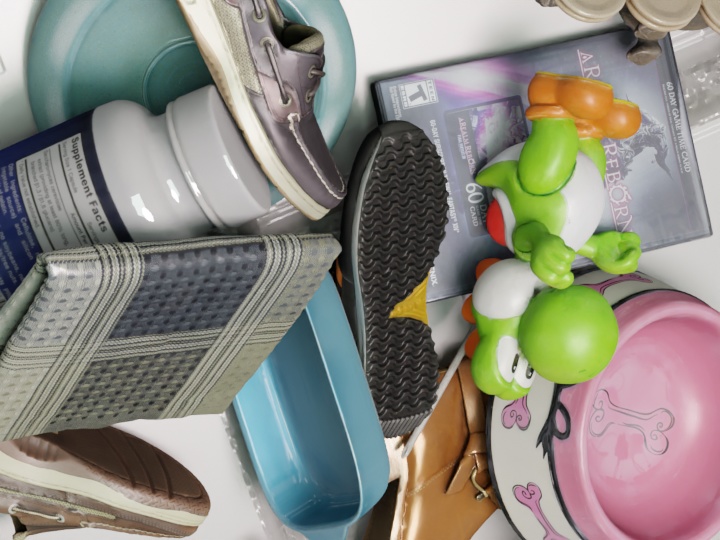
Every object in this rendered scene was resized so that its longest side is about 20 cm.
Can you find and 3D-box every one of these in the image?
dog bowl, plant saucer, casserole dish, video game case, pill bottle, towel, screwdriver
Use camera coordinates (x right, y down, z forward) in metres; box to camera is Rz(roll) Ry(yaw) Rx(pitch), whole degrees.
[{"bbox_3d":[0.178,0.099,1.654,0.200,0.074,0.201,-4,97,-37],"label":"dog bowl"},{"bbox_3d":[-0.100,-0.113,1.543,0.200,0.027,0.200,-3,116,-7],"label":"plant saucer"},{"bbox_3d":[-0.036,0.070,1.582,0.039,0.121,0.200,-20,92,-33],"label":"casserole dish"},{"bbox_3d":[0.116,-0.070,1.632,0.200,0.019,0.143,-13,92,-13],"label":"video game case"},{"bbox_3d":[-0.159,-0.033,1.497,0.200,0.111,0.111,-23,112,10],"label":"pill bottle"},{"bbox_3d":[-0.130,0.035,1.498,0.192,0.035,0.200,-6,151,-31],"label":"towel"},{"bbox_3d":[0.076,0.033,1.634,0.028,0.029,0.200,33,73,-11],"label":"screwdriver"}]

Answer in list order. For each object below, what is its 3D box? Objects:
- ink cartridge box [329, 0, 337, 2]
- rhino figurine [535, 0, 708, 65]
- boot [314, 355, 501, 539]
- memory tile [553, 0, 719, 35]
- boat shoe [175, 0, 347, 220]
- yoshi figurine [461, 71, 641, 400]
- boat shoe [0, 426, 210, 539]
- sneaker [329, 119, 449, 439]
[{"bbox_3d":[-0.009,-0.216,1.546,0.200,0.039,0.100,-14,112,-2],"label":"ink cartridge box"},{"bbox_3d":[0.181,-0.178,1.612,0.200,0.060,0.088,10,64,-19],"label":"rhino figurine"},{"bbox_3d":[0.069,0.155,1.675,0.155,0.074,0.200,-26,114,-13],"label":"boot"},{"bbox_3d":[0.205,-0.212,1.593,0.200,0.017,0.154,5,65,-18],"label":"memory tile"},{"bbox_3d":[-0.051,-0.122,1.492,0.065,0.072,0.200,-25,110,10],"label":"boat shoe"},{"bbox_3d":[0.130,-0.014,1.569,0.112,0.112,0.200,16,86,-15],"label":"yoshi figurine"},{"bbox_3d":[-0.196,0.132,1.591,0.202,0.075,0.075,22,112,-16],"label":"boat shoe"},{"bbox_3d":[0.000,0.000,1.589,0.070,0.090,0.200,-13,112,-36],"label":"sneaker"}]
